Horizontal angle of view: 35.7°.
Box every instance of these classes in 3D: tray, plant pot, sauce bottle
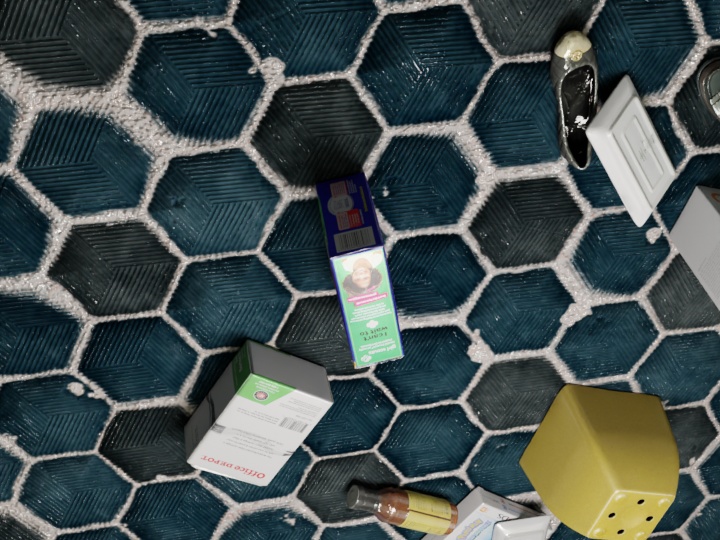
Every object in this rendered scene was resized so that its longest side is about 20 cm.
[{"bbox_3d":[0.283,0.520,2.024,0.107,0.022,0.200,-5,130,-11],"label":"tray"},{"bbox_3d":[0.413,0.336,1.853,0.195,0.200,0.195,9,125,-21],"label":"plant pot"},{"bbox_3d":[0.380,-0.160,1.533,0.107,0.022,0.200,-54,130,-18],"label":"tray"},{"bbox_3d":[0.071,0.405,1.911,0.200,0.066,0.066,21,120,-25],"label":"sauce bottle"}]

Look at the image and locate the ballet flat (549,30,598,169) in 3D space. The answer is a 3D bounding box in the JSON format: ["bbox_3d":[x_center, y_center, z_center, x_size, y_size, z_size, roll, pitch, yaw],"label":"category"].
[{"bbox_3d":[0.290,-0.225,1.475,0.066,0.057,0.200,-16,129,-3],"label":"ballet flat"}]

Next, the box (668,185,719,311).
[{"bbox_3d":[0.553,-0.021,1.607,0.124,0.200,0.098,9,125,-20],"label":"box"}]

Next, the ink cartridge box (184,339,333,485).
[{"bbox_3d":[-0.158,0.219,1.694,0.146,0.084,0.200,23,119,-28],"label":"ink cartridge box"}]

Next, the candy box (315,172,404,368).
[{"bbox_3d":[0.000,0.000,1.507,0.077,0.169,0.200,-13,129,1],"label":"candy box"}]

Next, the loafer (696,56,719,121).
[{"bbox_3d":[0.531,-0.212,1.540,0.072,0.063,0.200,-36,127,14],"label":"loafer"}]

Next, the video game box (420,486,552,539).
[{"bbox_3d":[0.217,0.492,2.026,0.182,0.047,0.200,28,117,-28],"label":"video game box"}]
